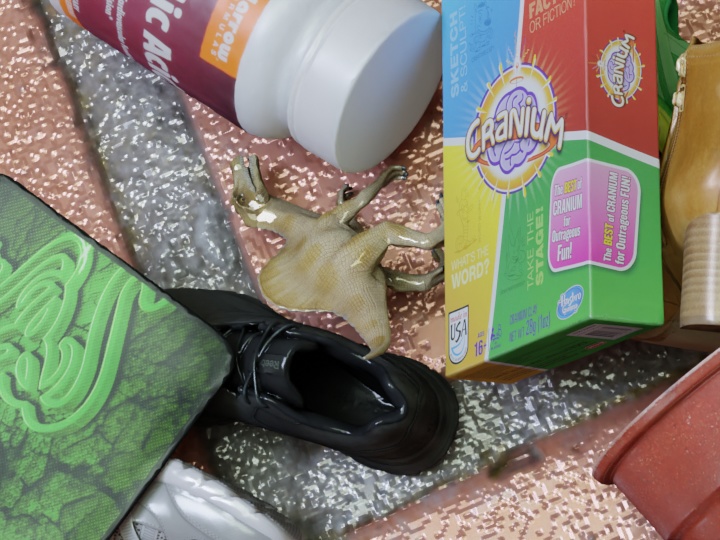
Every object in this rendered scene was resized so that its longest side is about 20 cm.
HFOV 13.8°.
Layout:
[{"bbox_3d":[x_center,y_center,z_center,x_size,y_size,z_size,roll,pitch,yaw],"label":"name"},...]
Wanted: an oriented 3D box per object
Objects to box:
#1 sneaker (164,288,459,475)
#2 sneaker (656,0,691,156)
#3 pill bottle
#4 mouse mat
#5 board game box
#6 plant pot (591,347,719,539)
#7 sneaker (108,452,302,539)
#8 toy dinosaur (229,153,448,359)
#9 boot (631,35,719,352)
[{"bbox_3d":[-0.050,0.048,1.522,0.199,0.091,0.076,11,82,16],"label":"sneaker"},{"bbox_3d":[0.193,-0.073,1.525,0.084,0.074,0.200,-42,69,-1],"label":"sneaker"},{"bbox_3d":[-0.060,-0.139,1.569,0.200,0.114,0.114,32,80,24],"label":"pill bottle"},{"bbox_3d":[-0.179,0.073,1.475,0.161,0.008,0.200,36,84,-1],"label":"mouse mat"},{"bbox_3d":[0.091,-0.057,1.450,0.040,0.153,0.201,6,75,-24],"label":"board game box"},{"bbox_3d":[0.245,0.116,1.396,0.200,0.201,0.196,-35,76,-2],"label":"plant pot"},{"bbox_3d":[-0.121,0.134,1.524,0.199,0.075,0.082,11,80,26],"label":"sneaker"},{"bbox_3d":[0.000,0.000,1.529,0.101,0.058,0.200,-22,38,-15],"label":"toy dinosaur"},{"bbox_3d":[0.167,-0.037,1.441,0.070,0.201,0.145,7,83,-5],"label":"boot"}]
